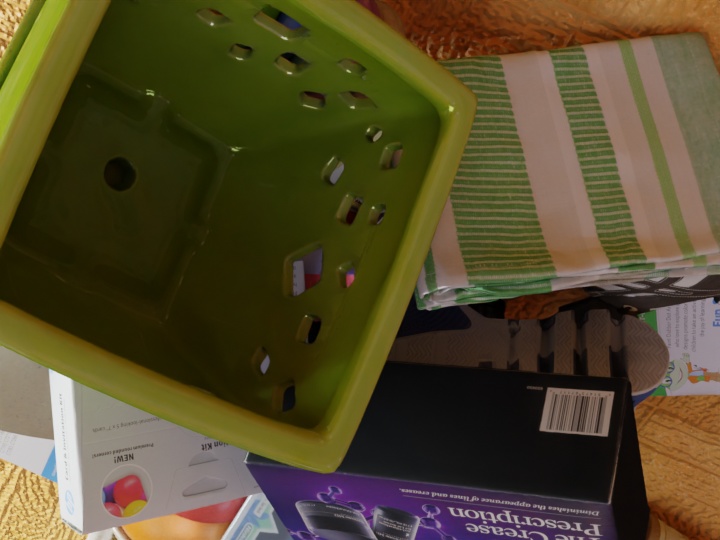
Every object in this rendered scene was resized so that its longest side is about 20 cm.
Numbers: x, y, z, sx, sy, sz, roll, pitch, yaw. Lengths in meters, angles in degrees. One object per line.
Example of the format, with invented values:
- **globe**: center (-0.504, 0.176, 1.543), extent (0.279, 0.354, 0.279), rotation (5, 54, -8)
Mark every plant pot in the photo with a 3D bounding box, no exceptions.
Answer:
- **plant pot**: center (-0.093, -0.039, 0.556), extent (0.198, 0.201, 0.181), rotation (29, 169, -30)

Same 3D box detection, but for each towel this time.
- **towel**: center (0.114, -0.060, 0.628), extent (0.199, 0.153, 0.023), rotation (-8, 156, -8)

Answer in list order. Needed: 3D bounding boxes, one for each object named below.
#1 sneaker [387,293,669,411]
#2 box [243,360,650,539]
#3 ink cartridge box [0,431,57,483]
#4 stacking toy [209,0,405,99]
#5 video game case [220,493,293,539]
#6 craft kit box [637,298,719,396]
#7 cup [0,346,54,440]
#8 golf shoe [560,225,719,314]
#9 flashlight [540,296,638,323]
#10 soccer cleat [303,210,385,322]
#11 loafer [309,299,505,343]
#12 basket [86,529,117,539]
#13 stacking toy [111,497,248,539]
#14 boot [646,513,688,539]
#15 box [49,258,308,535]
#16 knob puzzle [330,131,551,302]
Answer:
- **sneaker**: center (0.079, 0.081, 0.705), extent (0.198, 0.081, 0.116), rotation (8, 132, 9)
- **box**: center (0.055, 0.123, 0.653), extent (0.199, 0.079, 0.141), rotation (2, 144, 22)
- **ink cartridge box**: center (-0.265, 0.068, 0.859), extent (0.199, 0.115, 0.068), rotation (26, 128, -9)
- **stacking toy**: center (-0.067, -0.153, 0.622), extent (0.085, 0.086, 0.200), rotation (-32, 138, 30)
- **video game case**: center (0.009, 0.186, 0.773), extent (0.182, 0.022, 0.201), rotation (36, 110, 12)
- **craft kit box**: center (0.252, -0.004, 0.742), extent (0.196, 0.049, 0.201), rotation (-3, 126, 11)
- **cup**: center (-0.174, 0.034, 0.763), extent (0.143, 0.201, 0.200), rotation (33, 126, -15)
- **golf shoe**: center (0.145, -0.008, 0.677), extent (0.199, 0.078, 0.095), rotation (3, 138, -2)
- **flashlight**: center (0.102, 0.073, 0.794), extent (0.199, 0.068, 0.068), rotation (-24, 93, 38)
- **soccer cleat**: center (0.000, 0.000, 0.745), extent (0.199, 0.073, 0.068), rotation (-10, 132, 32)
- **loafer**: center (0.019, 0.064, 0.796), extent (0.073, 0.073, 0.199), rotation (19, 151, -40)
- **basket**: center (-0.201, 0.344, 1.045), extent (0.123, 0.136, 0.201), rotation (11, 128, -1)
- **stacking toy**: center (-0.105, 0.119, 0.827), extent (0.145, 0.147, 0.200), rotation (19, 138, -3)
- **boot**: center (0.246, 0.299, 0.951), extent (0.155, 0.073, 0.201), rotation (27, 122, -5)
- **box**: center (-0.105, 0.039, 0.685), extent (0.041, 0.155, 0.201), rotation (4, 99, 57)
- **knob puzzle**: center (0.061, -0.054, 0.739), extent (0.218, 0.031, 0.220), rotation (13, 140, 11)
